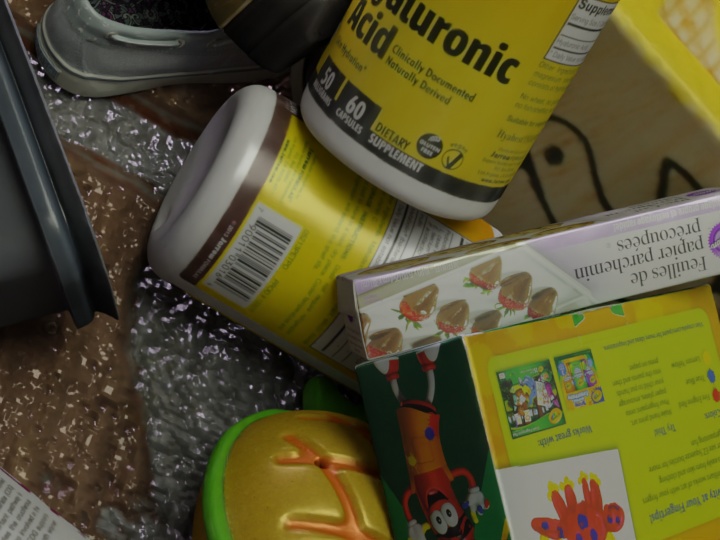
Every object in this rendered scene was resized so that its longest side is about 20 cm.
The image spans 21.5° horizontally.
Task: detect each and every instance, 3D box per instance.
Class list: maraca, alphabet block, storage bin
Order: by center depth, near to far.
[{"bbox_3d":[-0.205,-0.054,0.858,0.133,0.146,0.202,-19,77,-8],"label":"storage bin"},{"bbox_3d":[-0.011,0.120,0.901,0.138,0.107,0.200,53,26,-3],"label":"maraca"},{"bbox_3d":[0.181,-0.081,1.052,0.195,0.200,0.196,46,52,-3],"label":"alphabet block"}]

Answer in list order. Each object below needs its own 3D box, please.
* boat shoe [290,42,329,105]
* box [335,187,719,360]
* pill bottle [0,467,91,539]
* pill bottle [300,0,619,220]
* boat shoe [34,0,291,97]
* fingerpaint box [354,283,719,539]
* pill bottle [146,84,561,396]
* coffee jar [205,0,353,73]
[{"bbox_3d":[0.035,-0.145,1.068,0.059,0.072,0.200,18,41,29],"label":"boat shoe"},{"bbox_3d":[0.088,0.000,0.903,0.198,0.041,0.039,-13,98,-11],"label":"box"},{"bbox_3d":[-0.183,0.126,0.782,0.200,0.113,0.114,40,53,-8],"label":"pill bottle"},{"bbox_3d":[0.062,-0.134,0.894,0.111,0.201,0.111,27,19,-10],"label":"pill bottle"},{"bbox_3d":[-0.074,-0.141,1.007,0.200,0.071,0.071,-18,77,-36],"label":"boat shoe"},{"bbox_3d":[0.102,0.105,0.884,0.199,0.073,0.169,-10,85,-48],"label":"fingerpaint box"},{"bbox_3d":[0.000,0.000,0.959,0.199,0.109,0.110,31,54,-15],"label":"pill bottle"},{"bbox_3d":[-0.066,-0.201,0.938,0.200,0.085,0.104,51,57,-7],"label":"coffee jar"}]
